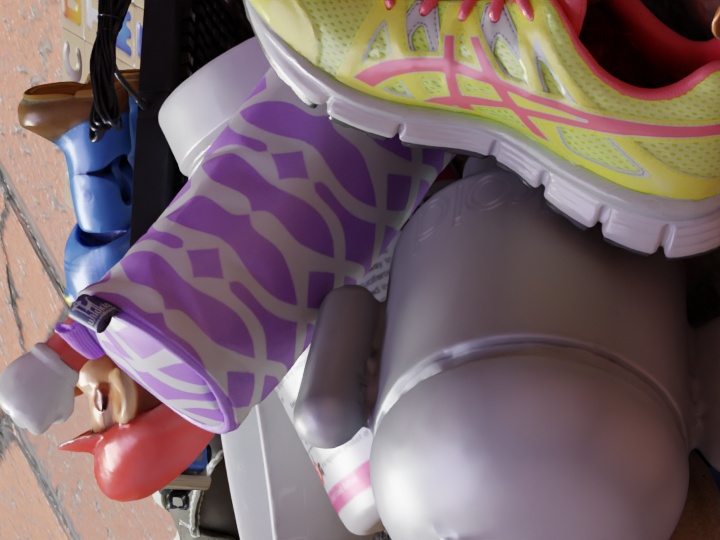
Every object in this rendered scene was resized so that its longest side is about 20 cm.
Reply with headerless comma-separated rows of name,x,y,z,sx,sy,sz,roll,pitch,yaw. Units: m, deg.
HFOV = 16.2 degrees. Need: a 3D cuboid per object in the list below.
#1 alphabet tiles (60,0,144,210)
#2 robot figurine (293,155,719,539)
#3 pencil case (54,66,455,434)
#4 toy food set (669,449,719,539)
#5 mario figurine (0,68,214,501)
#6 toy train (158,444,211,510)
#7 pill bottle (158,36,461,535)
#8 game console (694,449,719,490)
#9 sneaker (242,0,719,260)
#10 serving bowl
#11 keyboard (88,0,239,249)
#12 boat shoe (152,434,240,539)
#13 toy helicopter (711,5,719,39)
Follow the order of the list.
alphabet tiles,-0.119,-0.105,1.278,0.167,0.008,0.200,33,127,56
robot figurine,0.062,0.041,0.918,0.200,0.169,0.113,-84,-7,-47
pencil case,-0.028,-0.029,0.975,0.085,0.200,0.084,18,151,46
toy food set,0.068,0.149,0.967,0.049,0.198,0.200,36,130,-29
mario figurine,-0.125,0.010,1.179,0.106,0.123,0.200,-168,70,-64
toy train,-0.095,0.025,1.298,0.046,0.034,0.200,131,139,-58
pill bottle,0.000,0.000,1.070,0.200,0.113,0.113,62,156,10
game console,0.177,0.139,0.946,0.200,0.031,0.177,-5,109,64
sneaker,0.053,-0.086,0.890,0.200,0.078,0.090,23,132,9
serving bowl,-0.028,0.071,1.222,0.200,0.066,0.201,172,90,-81
keyboard,-0.085,-0.068,1.127,0.127,0.021,0.200,46,-145,-47
boat shoe,-0.071,0.142,1.408,0.060,0.072,0.202,50,158,26
toy helicopter,0.113,-0.157,0.743,0.132,0.079,0.200,59,152,11
